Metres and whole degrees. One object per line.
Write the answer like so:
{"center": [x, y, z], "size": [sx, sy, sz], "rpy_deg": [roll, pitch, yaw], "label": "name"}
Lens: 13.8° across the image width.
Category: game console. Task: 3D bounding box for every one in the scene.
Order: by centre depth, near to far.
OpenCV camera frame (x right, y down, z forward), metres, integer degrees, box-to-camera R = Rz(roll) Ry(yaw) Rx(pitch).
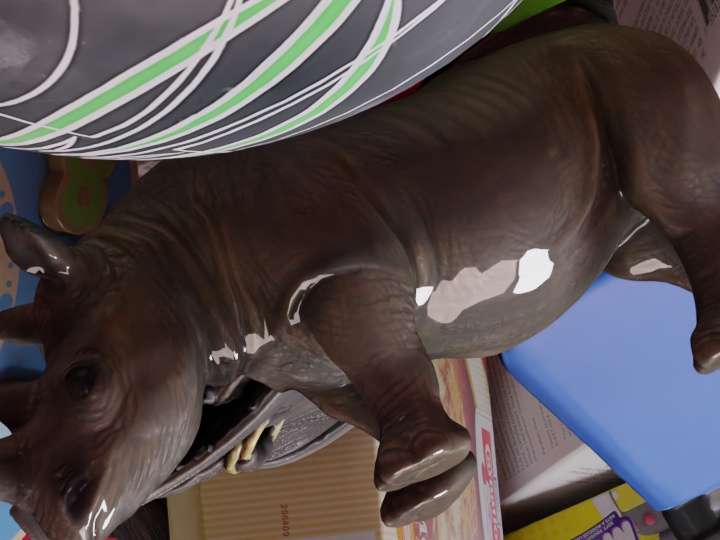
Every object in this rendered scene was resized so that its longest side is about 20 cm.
{"center": [0.165, -0.005, 0.967], "size": [0.200, 0.119, 0.171], "rpy_deg": [-31, -173, 21], "label": "game console"}

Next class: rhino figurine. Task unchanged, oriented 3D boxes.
{"center": [-0.001, 0.006, 0.604], "size": [0.199, 0.088, 0.060], "rpy_deg": [-18, 161, -21], "label": "rhino figurine"}

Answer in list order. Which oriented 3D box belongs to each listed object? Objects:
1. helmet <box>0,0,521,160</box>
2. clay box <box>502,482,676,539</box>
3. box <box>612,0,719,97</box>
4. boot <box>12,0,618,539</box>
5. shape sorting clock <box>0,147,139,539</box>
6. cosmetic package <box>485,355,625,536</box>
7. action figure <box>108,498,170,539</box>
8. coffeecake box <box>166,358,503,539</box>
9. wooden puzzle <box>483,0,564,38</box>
{"center": [-0.041, -0.112, 0.529], "size": [0.199, 0.191, 0.200], "rpy_deg": [-11, 158, -4], "label": "helmet"}
{"center": [0.135, 0.105, 1.144], "size": [0.200, 0.048, 0.115], "rpy_deg": [-25, 159, 22], "label": "clay box"}
{"center": [0.174, -0.103, 0.802], "size": [0.199, 0.102, 0.113], "rpy_deg": [-9, 158, -10], "label": "box"}
{"center": [0.000, 0.000, 0.826], "size": [0.200, 0.069, 0.174], "rpy_deg": [-47, 173, 8], "label": "boot"}
{"center": [-0.130, 0.003, 0.788], "size": [0.039, 0.201, 0.200], "rpy_deg": [18, -178, 40], "label": "shape sorting clock"}
{"center": [0.075, 0.066, 1.188], "size": [0.107, 0.085, 0.200], "rpy_deg": [1, 155, -34], "label": "cosmetic package"}
{"center": [-0.072, 0.095, 1.125], "size": [0.102, 0.119, 0.200], "rpy_deg": [-22, 155, 21], "label": "action figure"}
{"center": [-0.005, 0.077, 1.024], "size": [0.073, 0.154, 0.200], "rpy_deg": [-8, 170, 12], "label": "coffeecake box"}
{"center": [0.073, -0.104, 0.659], "size": [0.185, 0.046, 0.200], "rpy_deg": [-25, -164, 27], "label": "wooden puzzle"}
